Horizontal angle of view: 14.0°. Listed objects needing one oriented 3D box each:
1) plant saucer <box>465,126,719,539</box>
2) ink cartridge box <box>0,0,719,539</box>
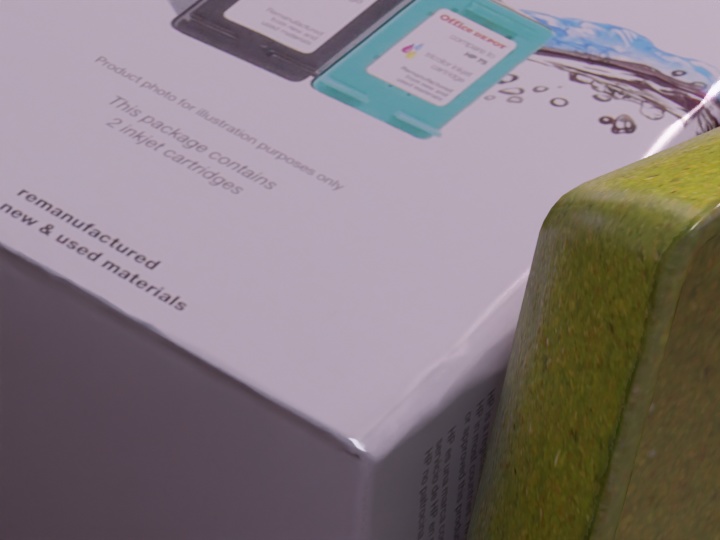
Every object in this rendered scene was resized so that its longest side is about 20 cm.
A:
[{"bbox_3d":[0.083,0.037,0.565,0.048,0.201,0.199,34,38,32],"label":"plant saucer"},{"bbox_3d":[0.000,0.000,0.625,0.145,0.147,0.200,27,48,24],"label":"ink cartridge box"}]
